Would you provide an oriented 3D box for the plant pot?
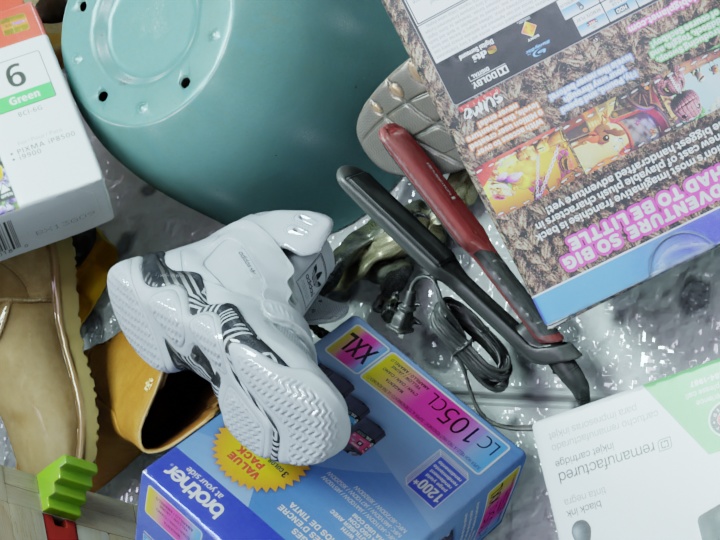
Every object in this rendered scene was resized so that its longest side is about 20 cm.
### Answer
[{"bbox_3d":[-0.080,-0.129,1.297,0.200,0.161,0.201,-7,77,32],"label":"plant pot"}]

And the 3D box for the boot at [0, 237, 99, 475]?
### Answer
[{"bbox_3d":[-0.258,0.053,1.256,0.066,0.200,0.175,-26,70,53],"label":"boot"}]

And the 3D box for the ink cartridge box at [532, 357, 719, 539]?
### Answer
[{"bbox_3d":[0.188,0.155,1.115,0.146,0.084,0.200,-22,70,28],"label":"ink cartridge box"}]

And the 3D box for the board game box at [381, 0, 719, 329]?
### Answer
[{"bbox_3d":[0.130,-0.098,1.139,0.159,0.097,0.200,-26,92,17],"label":"board game box"}]

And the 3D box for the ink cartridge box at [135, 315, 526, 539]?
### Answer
[{"bbox_3d":[-0.028,0.133,1.182,0.136,0.200,0.076,38,145,22],"label":"ink cartridge box"}]

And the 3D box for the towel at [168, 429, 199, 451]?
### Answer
[{"bbox_3d":[-0.061,0.167,1.251,0.112,0.049,0.200,-23,45,26],"label":"towel"}]

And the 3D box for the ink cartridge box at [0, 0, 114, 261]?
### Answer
[{"bbox_3d":[-0.226,-0.101,1.264,0.109,0.050,0.200,-20,62,-8],"label":"ink cartridge box"}]

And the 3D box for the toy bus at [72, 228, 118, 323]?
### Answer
[{"bbox_3d":[-0.284,-0.038,1.396,0.136,0.200,0.192,-51,50,15],"label":"toy bus"}]

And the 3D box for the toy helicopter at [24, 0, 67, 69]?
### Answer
[{"bbox_3d":[-0.199,-0.130,1.366,0.200,0.132,0.079,-94,20,-47],"label":"toy helicopter"}]

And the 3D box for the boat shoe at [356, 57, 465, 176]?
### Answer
[{"bbox_3d":[0.092,-0.114,1.236,0.200,0.073,0.075,-28,91,17],"label":"boat shoe"}]

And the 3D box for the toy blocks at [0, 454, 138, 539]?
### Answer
[{"bbox_3d":[-0.171,0.191,1.238,0.100,0.200,0.137,-37,51,28],"label":"toy blocks"}]

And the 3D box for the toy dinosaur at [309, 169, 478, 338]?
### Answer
[{"bbox_3d":[0.000,0.000,1.281,0.200,0.047,0.088,-26,32,28],"label":"toy dinosaur"}]

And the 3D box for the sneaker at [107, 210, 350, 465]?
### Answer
[{"bbox_3d":[-0.042,0.026,1.172,0.200,0.115,0.075,32,142,46],"label":"sneaker"}]

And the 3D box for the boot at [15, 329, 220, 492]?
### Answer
[{"bbox_3d":[-0.139,0.085,1.308,0.201,0.071,0.144,-52,18,8],"label":"boot"}]

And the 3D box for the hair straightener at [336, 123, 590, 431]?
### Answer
[{"bbox_3d":[0.054,0.016,1.218,0.077,0.041,0.200,-41,90,21],"label":"hair straightener"}]
